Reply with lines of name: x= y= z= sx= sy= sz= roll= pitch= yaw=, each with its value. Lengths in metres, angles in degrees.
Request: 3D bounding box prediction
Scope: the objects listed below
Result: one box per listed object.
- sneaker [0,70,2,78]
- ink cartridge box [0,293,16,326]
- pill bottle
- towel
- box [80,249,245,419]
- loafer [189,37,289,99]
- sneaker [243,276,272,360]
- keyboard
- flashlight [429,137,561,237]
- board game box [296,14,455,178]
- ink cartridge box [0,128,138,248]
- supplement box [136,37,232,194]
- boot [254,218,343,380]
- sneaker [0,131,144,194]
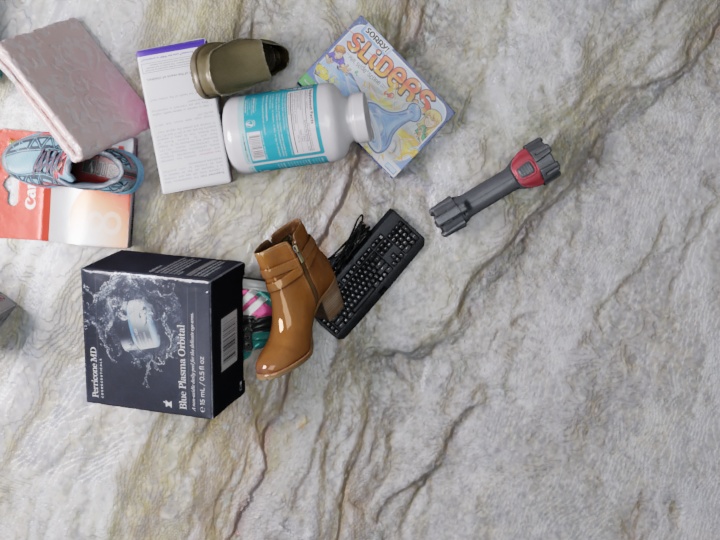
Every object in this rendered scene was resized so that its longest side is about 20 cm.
sneaker: x=-0.559 y=-0.353 z=1.600 sx=0.090 sy=0.078 sz=0.202 roll=-3 pitch=93 yaw=-1
ink cartridge box: x=-0.595 y=0.031 z=1.586 sx=0.199 sy=0.146 sz=0.083 roll=36 pitch=91 yaw=-7
pill bottle: x=-0.087 y=-0.202 z=1.612 sx=0.198 sy=0.111 sz=0.112 roll=-7 pitch=95 yaw=7
towel: x=-0.391 y=-0.248 z=1.569 sx=0.032 sy=0.200 sz=0.191 roll=-36 pitch=95 yaw=29
box: x=-0.271 y=0.086 z=1.591 sx=0.198 sy=0.117 sz=0.199 roll=5 pitch=105 yaw=17
loafer: x=-0.164 y=-0.288 z=1.581 sx=0.067 sy=0.200 sz=0.077 roll=-7 pitch=108 yaw=29
sneaker: x=-0.183 y=0.071 z=1.664 sx=0.198 sy=0.084 sz=0.122 roll=9 pitch=84 yaw=-7
keyboard: x=0.000 y=0.000 z=1.695 sx=0.104 sy=0.040 sz=0.200 roll=40 pitch=89 yaw=-8
flashlight: x=0.197 y=-0.119 z=1.696 sx=0.199 sy=0.068 sz=0.068 roll=-31 pitch=130 yaw=2
board game box: x=0.023 y=-0.253 z=1.681 sx=0.200 sy=0.034 sz=0.135 roll=44 pitch=89 yaw=-7
ink cartridge box: x=-0.423 y=-0.119 z=1.641 sx=0.198 sy=0.050 sz=0.164 roll=4 pitch=93 yaw=-9
supplement box: x=-0.246 y=-0.215 z=1.624 sx=0.102 sy=0.101 sz=0.202 roll=-11 pitch=95 yaw=-4
boot: x=-0.106 y=0.040 z=1.588 sx=0.200 sy=0.076 sz=0.156 roll=-47 pitch=126 yaw=-32
sneaker: x=-0.402 y=-0.151 z=1.576 sx=0.198 sy=0.096 sz=0.080 roll=5 pitch=92 yaw=2
